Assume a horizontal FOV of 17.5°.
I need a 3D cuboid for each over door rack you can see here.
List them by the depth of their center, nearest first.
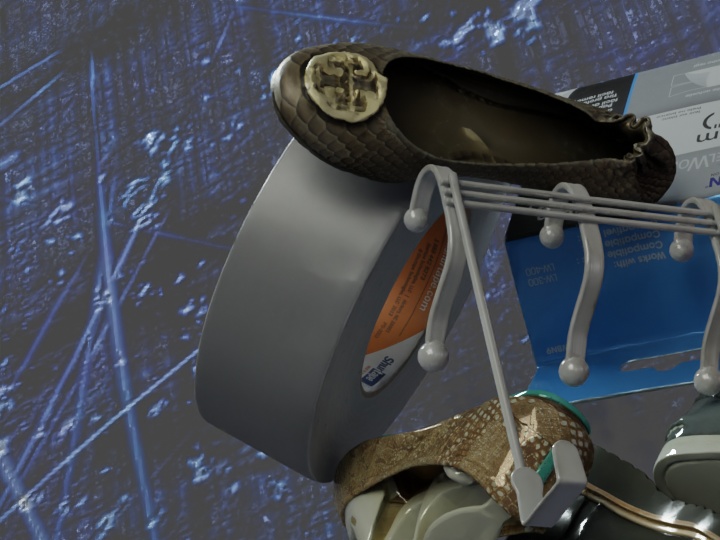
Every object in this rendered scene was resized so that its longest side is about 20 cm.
[{"bbox_3d":[0.106,0.041,0.976,0.147,0.067,0.200,5,39,-22],"label":"over door rack"}]

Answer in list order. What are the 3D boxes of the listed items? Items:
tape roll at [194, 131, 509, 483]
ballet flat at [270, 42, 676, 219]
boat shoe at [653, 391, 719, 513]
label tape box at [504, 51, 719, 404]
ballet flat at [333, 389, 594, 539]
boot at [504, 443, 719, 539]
[{"bbox_3d":[0.000,0.000,1.134,0.066,0.201,0.201,28,68,16],"label":"tape roll"},{"bbox_3d":[0.056,-0.065,1.039,0.046,0.199,0.068,-39,43,54],"label":"ballet flat"},{"bbox_3d":[0.225,0.075,1.014,0.199,0.073,0.062,-2,42,34],"label":"boat shoe"},{"bbox_3d":[0.150,-0.026,1.130,0.143,0.066,0.200,-12,30,24],"label":"label tape box"},{"bbox_3d":[0.031,0.106,1.065,0.065,0.070,0.200,-58,11,-31],"label":"ballet flat"},{"bbox_3d":[0.115,0.168,1.012,0.138,0.077,0.200,-50,30,-9],"label":"boot"}]
